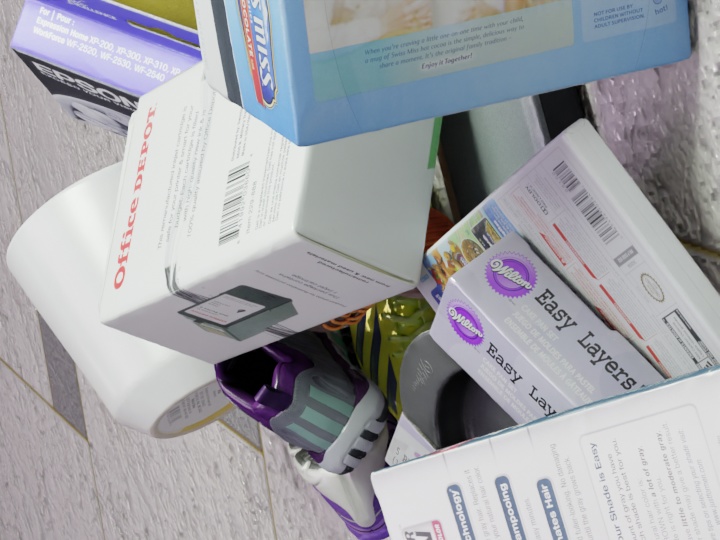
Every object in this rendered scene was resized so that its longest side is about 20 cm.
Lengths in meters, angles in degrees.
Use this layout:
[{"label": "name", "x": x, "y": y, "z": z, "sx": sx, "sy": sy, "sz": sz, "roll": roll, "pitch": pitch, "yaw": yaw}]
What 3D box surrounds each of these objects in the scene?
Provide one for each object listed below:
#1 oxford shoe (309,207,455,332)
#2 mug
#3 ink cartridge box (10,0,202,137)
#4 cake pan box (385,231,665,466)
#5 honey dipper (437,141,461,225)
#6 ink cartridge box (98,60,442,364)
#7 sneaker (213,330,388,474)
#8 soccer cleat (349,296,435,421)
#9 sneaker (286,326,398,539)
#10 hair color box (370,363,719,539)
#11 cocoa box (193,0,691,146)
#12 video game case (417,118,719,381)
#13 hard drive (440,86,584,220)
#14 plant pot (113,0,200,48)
[{"label": "oxford shoe", "x": 0.000, "y": 0.000, "z": 1.420, "sx": 0.200, "sy": 0.071, "sz": 0.073, "roll": 18, "pitch": 113, "yaw": 60}, {"label": "mug", "x": -0.124, "y": 0.024, "z": 1.671, "sx": 0.149, "sy": 0.186, "sz": 0.154, "roll": -42, "pitch": 67, "yaw": 32}, {"label": "ink cartridge box", "x": -0.110, "y": -0.107, "z": 1.527, "sx": 0.200, "sy": 0.197, "sz": 0.044, "roll": 60, "pitch": -128, "yaw": -74}, {"label": "cake pan box", "x": 0.102, "y": 0.101, "z": 1.232, "sx": 0.200, "sy": 0.052, "sz": 0.185, "roll": 47, "pitch": 149, "yaw": 17}, {"label": "honey dipper", "x": 0.041, "y": -0.102, "z": 1.403, "sx": 0.038, "sy": 0.038, "sz": 0.201, "roll": 165, "pitch": 91, "yaw": -72}, {"label": "ink cartridge box", "x": -0.049, "y": -0.046, "z": 1.352, "sx": 0.200, "sy": 0.084, "sz": 0.147, "roll": -21, "pitch": 54, "yaw": 52}, {"label": "sneaker", "x": -0.055, "y": 0.050, "z": 1.477, "sx": 0.075, "sy": 0.087, "sz": 0.200, "roll": -59, "pitch": 28, "yaw": 1}, {"label": "soccer cleat", "x": 0.023, "y": 0.005, "z": 1.476, "sx": 0.084, "sy": 0.064, "sz": 0.201, "roll": 114, "pitch": 141, "yaw": -68}, {"label": "sneaker", "x": -0.007, "y": 0.100, "z": 1.556, "sx": 0.200, "sy": 0.080, "sz": 0.084, "roll": -89, "pitch": -23, "yaw": -61}, {"label": "hair color box", "x": 0.112, "y": 0.108, "z": 1.110, "sx": 0.199, "sy": 0.060, "sz": 0.101, "roll": -19, "pitch": 86, "yaw": 31}, {"label": "cocoa box", "x": 0.032, "y": -0.151, "z": 1.135, "sx": 0.131, "sy": 0.199, "sz": 0.134, "roll": -142, "pitch": 42, "yaw": -62}, {"label": "video game case", "x": 0.104, "y": 0.022, "z": 1.215, "sx": 0.143, "sy": 0.018, "sz": 0.200, "roll": 53, "pitch": 152, "yaw": 3}, {"label": "hard drive", "x": 0.084, "y": -0.052, "z": 1.312, "sx": 0.140, "sy": 0.033, "sz": 0.201, "roll": 148, "pitch": 108, "yaw": -71}, {"label": "plant pot", "x": -0.093, "y": -0.208, "z": 1.538, "sx": 0.142, "sy": 0.200, "sz": 0.200, "roll": 57, "pitch": 170, "yaw": -24}]
